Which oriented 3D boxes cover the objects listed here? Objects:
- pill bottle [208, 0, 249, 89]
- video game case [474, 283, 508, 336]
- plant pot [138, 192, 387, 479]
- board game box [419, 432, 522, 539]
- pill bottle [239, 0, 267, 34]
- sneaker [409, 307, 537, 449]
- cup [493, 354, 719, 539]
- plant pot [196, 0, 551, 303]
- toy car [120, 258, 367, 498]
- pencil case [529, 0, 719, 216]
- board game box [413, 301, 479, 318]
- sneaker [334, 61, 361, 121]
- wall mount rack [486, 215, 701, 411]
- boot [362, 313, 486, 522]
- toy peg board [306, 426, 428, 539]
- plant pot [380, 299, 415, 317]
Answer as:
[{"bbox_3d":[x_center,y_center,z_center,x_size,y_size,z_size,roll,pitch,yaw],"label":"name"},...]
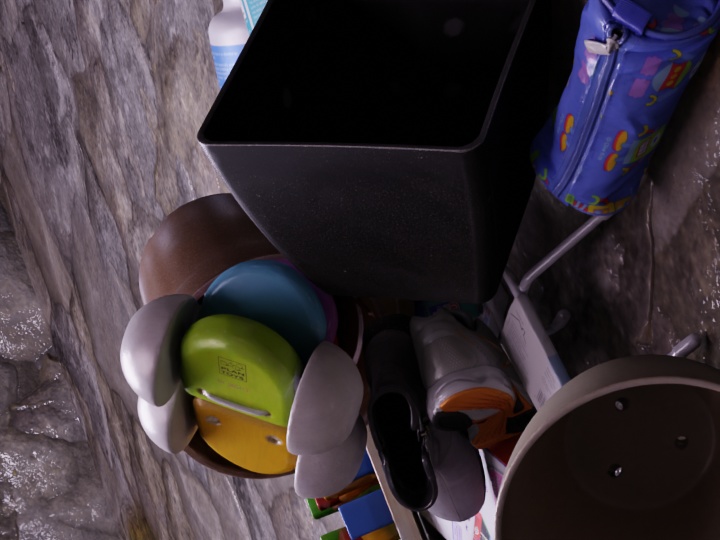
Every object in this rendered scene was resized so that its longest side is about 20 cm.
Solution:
[{"bbox_3d":[-0.077,-0.188,1.650,0.112,0.112,0.201,-159,54,-66],"label":"pill bottle"},{"bbox_3d":[0.073,0.034,1.557,0.200,0.018,0.144,100,148,-51],"label":"video game case"},{"bbox_3d":[-0.096,0.038,1.519,0.198,0.199,0.201,-126,27,-59],"label":"plant pot"},{"bbox_3d":[0.103,0.183,1.522,0.200,0.040,0.154,40,144,49],"label":"board game box"},{"bbox_3d":[-0.047,-0.233,1.537,0.111,0.110,0.201,163,90,-70],"label":"pill bottle"},{"bbox_3d":[0.093,0.076,1.376,0.092,0.075,0.200,70,-168,20],"label":"sneaker"},{"bbox_3d":[0.181,0.132,1.133,0.143,0.199,0.201,-84,-14,-71],"label":"cup"},{"bbox_3d":[0.032,-0.088,1.262,0.178,0.199,0.200,70,-149,-42],"label":"plant pot"},{"bbox_3d":[-0.072,0.066,1.338,0.200,0.174,0.150,85,-155,-62],"label":"toy car"},{"bbox_3d":[0.160,-0.115,1.112,0.078,0.087,0.200,42,151,17],"label":"pencil case"},{"bbox_3d":[0.027,-0.013,1.551,0.200,0.045,0.153,154,100,-70],"label":"board game box"},{"bbox_3d":[0.031,-0.164,1.362,0.085,0.077,0.201,40,120,28],"label":"sneaker"},{"bbox_3d":[0.160,0.051,1.266,0.174,0.074,0.201,101,147,-58],"label":"wall mount rack"},{"bbox_3d":[0.044,0.145,1.380,0.132,0.070,0.201,-90,-24,-59],"label":"boot"},{"bbox_3d":[0.013,0.259,1.682,0.199,0.097,0.201,67,-179,-74],"label":"toy peg board"},{"bbox_3d":[0.000,0.000,1.527,0.200,0.027,0.201,164,90,-70],"label":"plant pot"}]
